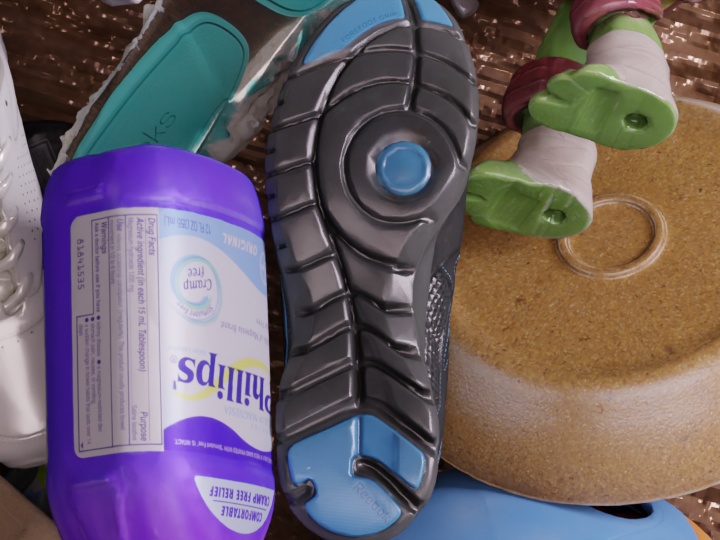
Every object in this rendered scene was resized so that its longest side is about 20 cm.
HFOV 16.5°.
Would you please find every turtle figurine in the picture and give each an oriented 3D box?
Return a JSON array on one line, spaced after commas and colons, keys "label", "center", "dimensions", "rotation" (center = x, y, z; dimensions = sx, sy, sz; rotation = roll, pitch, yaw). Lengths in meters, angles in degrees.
[{"label": "turtle figurine", "center": [0.059, -0.126, 0.932], "dimensions": [0.144, 0.194, 0.200], "rotation": [-17, 138, 30]}]

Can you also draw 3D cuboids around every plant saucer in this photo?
[{"label": "plant saucer", "center": [0.097, -0.003, 0.943], "dimensions": [0.200, 0.200, 0.035], "rotation": [-24, 138, -5]}]

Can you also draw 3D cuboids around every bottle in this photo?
[{"label": "bottle", "center": [-0.067, 0.062, 0.836], "dimensions": [0.065, 0.083, 0.201], "rotation": [-11, 74, 29]}]

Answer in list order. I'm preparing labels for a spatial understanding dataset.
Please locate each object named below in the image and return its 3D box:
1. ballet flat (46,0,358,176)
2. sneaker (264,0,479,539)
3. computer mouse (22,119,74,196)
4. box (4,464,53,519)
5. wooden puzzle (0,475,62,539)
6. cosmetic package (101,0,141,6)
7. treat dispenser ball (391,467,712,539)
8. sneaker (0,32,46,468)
[{"label": "ballet flat", "center": [-0.044, -0.094, 0.926], "dimensions": [0.072, 0.072, 0.200], "rotation": [40, 91, -11]}, {"label": "sneaker", "center": [0.000, 0.000, 0.892], "dimensions": [0.073, 0.082, 0.201], "rotation": [7, 80, 3]}, {"label": "computer mouse", "center": [-0.197, -0.020, 0.969], "dimensions": [0.200, 0.046, 0.141], "rotation": [-28, 82, -8]}, {"label": "box", "center": [-0.128, 0.131, 0.953], "dimensions": [0.048, 0.122, 0.200], "rotation": [38, 90, -24]}, {"label": "wooden puzzle", "center": [-0.190, 0.147, 0.918], "dimensions": [0.046, 0.200, 0.186], "rotation": [37, 84, -39]}, {"label": "cosmetic package", "center": [-0.101, -0.156, 0.882], "dimensions": [0.108, 0.200, 0.085], "rotation": [37, 91, -11]}, {"label": "treat dispenser ball", "center": [0.063, 0.173, 0.949], "dimensions": [0.200, 0.201, 0.202], "rotation": [-1, 97, -9]}, {"label": "sneaker", "center": [-0.149, -0.026, 0.898], "dimensions": [0.078, 0.099, 0.201], "rotation": [-18, 82, -8]}]
